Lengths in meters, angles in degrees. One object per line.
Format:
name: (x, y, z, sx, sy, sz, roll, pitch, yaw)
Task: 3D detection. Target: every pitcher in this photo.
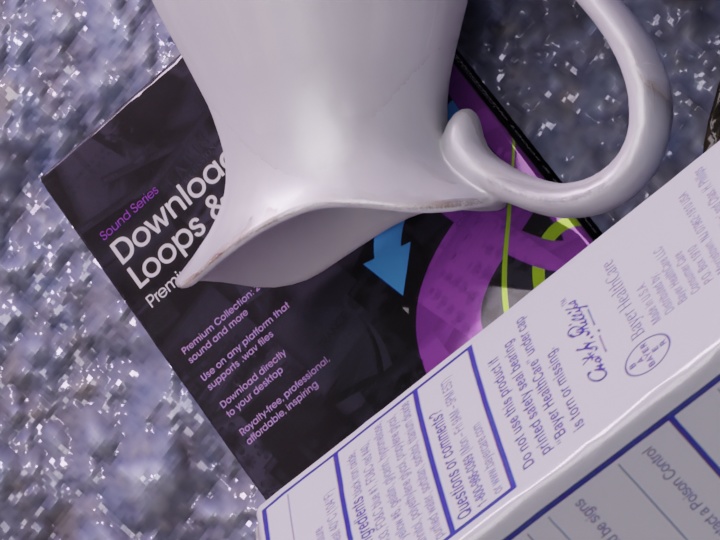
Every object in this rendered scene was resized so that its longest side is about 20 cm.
pitcher: (0.007, -0.104, 0.900, 0.171, 0.121, 0.201, -9, 86, 22)

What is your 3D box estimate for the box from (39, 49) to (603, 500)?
box: (0.000, 0.000, 0.968, 0.143, 0.036, 0.200, -41, 71, 10)

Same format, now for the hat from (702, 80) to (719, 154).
hat: (0.191, -0.043, 0.883, 0.200, 0.081, 0.202, -2, 83, 18)

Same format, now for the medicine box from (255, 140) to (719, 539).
medicine box: (0.101, 0.094, 0.839, 0.200, 0.103, 0.182, -38, 113, 11)
